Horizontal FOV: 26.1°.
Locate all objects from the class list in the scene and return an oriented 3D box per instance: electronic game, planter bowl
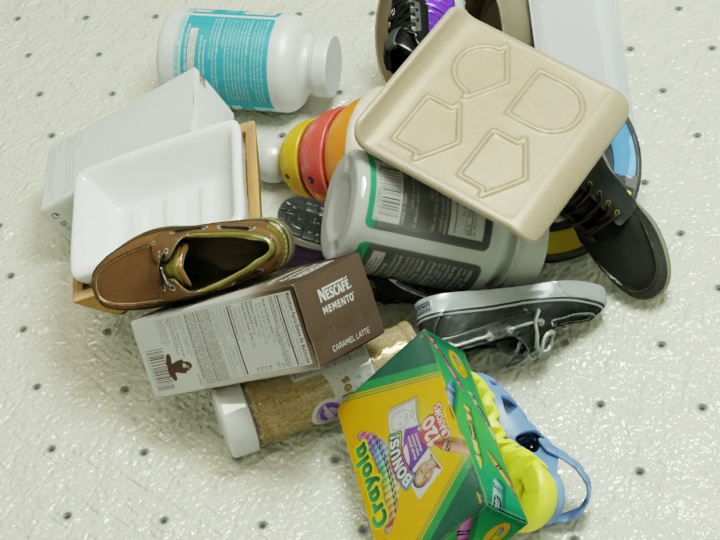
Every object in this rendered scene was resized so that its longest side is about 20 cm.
[{"bbox_3d":[0.186,-0.107,1.580,0.197,0.042,0.203,-1,78,5],"label":"electronic game"},{"bbox_3d":[0.129,-0.259,1.707,0.134,0.202,0.200,-12,38,-41],"label":"planter bowl"}]

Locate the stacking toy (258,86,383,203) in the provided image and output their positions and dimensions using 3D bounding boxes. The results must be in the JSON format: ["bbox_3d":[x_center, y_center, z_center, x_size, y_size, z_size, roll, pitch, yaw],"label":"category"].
[{"bbox_3d":[-0.035,-0.115,1.650,0.198,0.147,0.147,0,42,37],"label":"stacking toy"}]

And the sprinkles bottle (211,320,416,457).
[{"bbox_3d":[-0.037,0.109,1.444,0.198,0.069,0.069,-19,46,-9],"label":"sprinkles bottle"}]

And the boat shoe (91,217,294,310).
[{"bbox_3d":[-0.161,-0.009,1.410,0.198,0.073,0.068,-17,3,12],"label":"boat shoe"}]

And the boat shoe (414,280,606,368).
[{"bbox_3d":[0.147,0.053,1.459,0.197,0.074,0.069,-3,73,-28],"label":"boat shoe"}]

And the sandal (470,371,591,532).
[{"bbox_3d":[0.137,0.163,1.371,0.086,0.080,0.201,13,27,-31],"label":"sandal"}]

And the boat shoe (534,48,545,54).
[{"bbox_3d":[0.121,-0.136,1.547,0.201,0.075,0.074,-52,34,11],"label":"boat shoe"}]

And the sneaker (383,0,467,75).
[{"bbox_3d":[0.060,-0.249,1.609,0.099,0.069,0.202,-12,80,-43],"label":"sneaker"}]

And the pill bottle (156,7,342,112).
[{"bbox_3d":[-0.124,-0.238,1.768,0.197,0.112,0.112,6,47,16],"label":"pill bottle"}]

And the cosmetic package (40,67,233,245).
[{"bbox_3d":[-0.233,-0.114,1.638,0.198,0.081,0.114,-23,41,19],"label":"cosmetic package"}]

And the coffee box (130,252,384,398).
[{"bbox_3d":[-0.095,0.051,1.422,0.198,0.081,0.114,-13,8,35],"label":"coffee box"}]

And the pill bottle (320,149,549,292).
[{"bbox_3d":[0.071,-0.041,1.475,0.198,0.114,0.114,12,42,-18],"label":"pill bottle"}]

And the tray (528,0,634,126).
[{"bbox_3d":[0.231,-0.211,1.644,0.106,0.203,0.022,-9,2,-20],"label":"tray"}]

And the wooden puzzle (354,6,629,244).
[{"bbox_3d":[0.120,-0.131,1.429,0.199,0.046,0.186,32,64,15],"label":"wooden puzzle"}]

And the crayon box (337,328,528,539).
[{"bbox_3d":[0.058,0.166,1.340,0.119,0.058,0.201,-43,41,22],"label":"crayon box"}]

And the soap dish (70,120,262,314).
[{"bbox_3d":[-0.184,-0.049,1.523,0.198,0.081,0.159,-17,50,12],"label":"soap dish"}]

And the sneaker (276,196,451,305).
[{"bbox_3d":[0.000,0.000,1.550,0.198,0.088,0.076,23,42,-3],"label":"sneaker"}]

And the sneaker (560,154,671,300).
[{"bbox_3d":[0.217,-0.054,1.491,0.201,0.075,0.106,58,28,11],"label":"sneaker"}]
